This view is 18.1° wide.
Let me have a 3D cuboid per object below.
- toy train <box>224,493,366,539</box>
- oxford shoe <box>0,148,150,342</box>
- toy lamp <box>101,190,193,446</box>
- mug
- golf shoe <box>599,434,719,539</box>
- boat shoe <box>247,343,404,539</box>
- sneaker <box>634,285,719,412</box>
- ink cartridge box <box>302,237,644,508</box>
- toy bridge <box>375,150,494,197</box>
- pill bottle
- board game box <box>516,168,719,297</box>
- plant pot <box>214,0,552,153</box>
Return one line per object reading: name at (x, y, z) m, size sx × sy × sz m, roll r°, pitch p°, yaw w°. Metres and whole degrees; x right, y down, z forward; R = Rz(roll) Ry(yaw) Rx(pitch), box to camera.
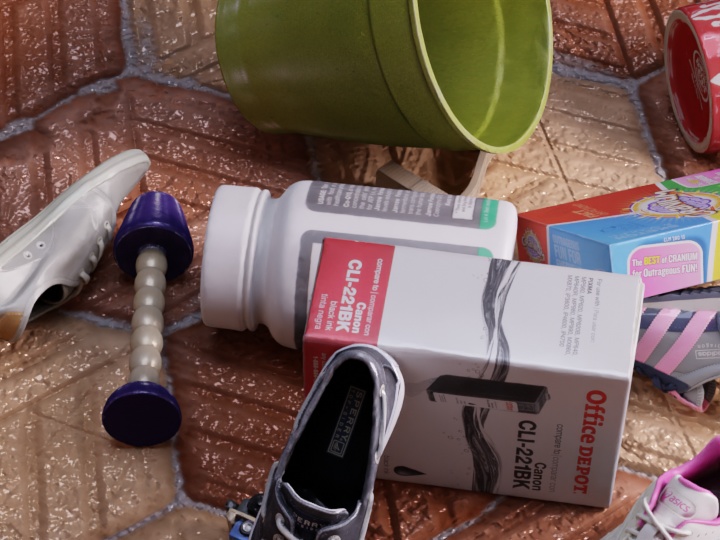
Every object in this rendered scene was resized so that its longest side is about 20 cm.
toy train at (0.000, 0.188, 1.351) m, size 0.199 × 0.034 × 0.046 m, roll 23°, pitch 59°, yaw 20°
oxford shoe at (-0.202, -0.015, 1.540) m, size 0.058 × 0.075 × 0.200 m, roll 41°, pitch 46°, yaw 1°
toy lamp at (-0.139, 0.026, 1.501) m, size 0.058 × 0.058 × 0.201 m, roll -1°, pitch 45°, yaw -3°
mug at (0.339, -0.144, 1.647) m, size 0.199 × 0.134 × 0.178 m, roll -10°, pitch 43°, yaw -8°
golf shoe at (0.166, 0.168, 1.334) m, size 0.075 × 0.092 × 0.200 m, roll 34°, pitch 53°, yaw 28°
boat shoe at (-0.025, 0.139, 1.293) m, size 0.071 × 0.201 × 0.068 m, roll 21°, pitch 2°, yaw 8°
sneaker at (0.195, 0.053, 1.477) m, size 0.199 × 0.082 × 0.070 m, roll -2°, pitch 4°, yaw 25°
ink cartridge box at (0.069, 0.065, 1.396) m, size 0.199 × 0.145 × 0.084 m, roll 6°, pitch 52°, yaw 5°
toy bridge at (0.040, -0.052, 1.609) m, size 0.067 × 0.027 × 0.200 m, roll 32°, pitch 50°, yaw 28°
pill bottle at (0.000, 0.000, 1.490) m, size 0.199 × 0.113 × 0.113 m, roll 7°, pitch 43°, yaw 5°
board game box at (0.225, -0.029, 1.524) m, size 0.199 × 0.041 × 0.153 m, roll -13°, pitch 13°, yaw -18°
plant pot at (0.006, -0.173, 1.611) m, size 0.192 × 0.201 × 0.201 m, roll -6°, pitch 36°, yaw 31°
